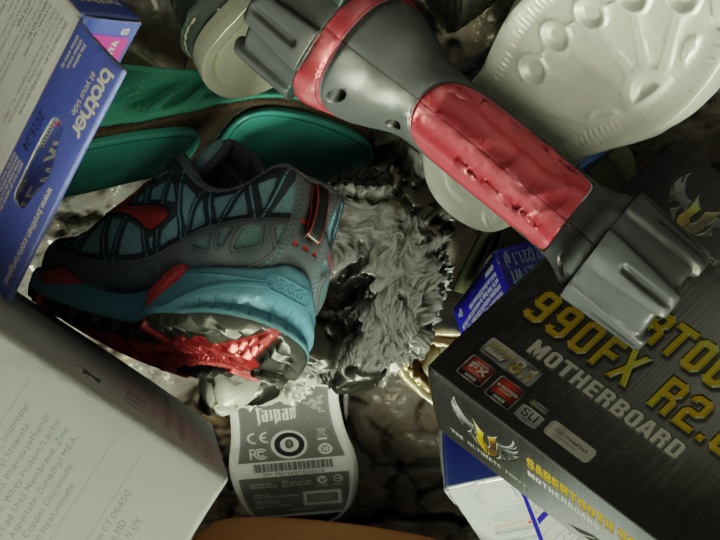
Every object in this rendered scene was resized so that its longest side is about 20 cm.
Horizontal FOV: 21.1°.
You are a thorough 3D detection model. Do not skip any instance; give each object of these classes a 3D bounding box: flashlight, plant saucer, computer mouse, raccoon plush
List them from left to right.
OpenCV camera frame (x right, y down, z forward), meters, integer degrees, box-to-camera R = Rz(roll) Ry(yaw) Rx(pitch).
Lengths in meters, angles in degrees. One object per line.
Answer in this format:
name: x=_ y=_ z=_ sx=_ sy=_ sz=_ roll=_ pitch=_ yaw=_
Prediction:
computer mouse: x=-0.044 y=0.053 z=1.024 sx=0.108 sy=0.044 sz=0.202 roll=-4 pitch=125 yaw=1
plant saucer: x=-0.010 y=0.169 z=1.072 sx=0.198 sy=0.038 sz=0.200 roll=6 pitch=164 yaw=2
raccoon plush: x=0.000 y=0.000 z=0.932 sx=0.097 sy=0.199 sz=0.134 roll=60 pitch=159 yaw=-2
flashlight: x=0.045 y=-0.050 z=0.752 sx=0.200 sy=0.068 sz=0.068 roll=40 pitch=146 yaw=8

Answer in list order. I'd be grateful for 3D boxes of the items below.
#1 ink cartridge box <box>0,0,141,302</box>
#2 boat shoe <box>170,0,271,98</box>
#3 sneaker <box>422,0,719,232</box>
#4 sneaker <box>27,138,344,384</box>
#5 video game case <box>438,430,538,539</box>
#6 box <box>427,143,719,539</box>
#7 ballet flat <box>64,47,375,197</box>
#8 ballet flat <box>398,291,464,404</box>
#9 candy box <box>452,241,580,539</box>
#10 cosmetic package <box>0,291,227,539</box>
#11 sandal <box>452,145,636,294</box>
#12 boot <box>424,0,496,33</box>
ink cartridge box: x=-0.164 y=-0.096 z=0.799 sx=0.042 sy=0.200 sz=0.120 roll=-1 pitch=131 yaw=-49
boat shoe: x=-0.002 y=-0.160 z=0.814 sx=0.200 sy=0.062 sz=0.073 roll=-41 pitch=146 yaw=10
sneaker: x=0.117 y=-0.105 z=0.813 sx=0.081 sy=0.146 sz=0.200 roll=47 pitch=141 yaw=0
sneaker: x=-0.069 y=-0.007 z=0.834 sx=0.079 sy=0.096 sz=0.199 roll=32 pitch=163 yaw=-34
video game case: x=0.162 y=0.119 z=1.037 sx=0.198 sy=0.046 sz=0.182 roll=-13 pitch=144 yaw=14
box: x=0.151 y=0.056 z=0.775 sx=0.158 sy=0.200 sz=0.049 roll=-40 pitch=147 yaw=-21
ballet flat: x=-0.079 y=-0.076 z=0.883 sx=0.198 sy=0.071 sz=0.067 roll=-5 pitch=150 yaw=-39
ballet flat: x=0.095 y=0.088 z=0.930 sx=0.199 sy=0.062 sz=0.068 roll=36 pitch=113 yaw=4
candy box: x=0.157 y=0.073 z=0.875 sx=0.167 sy=0.202 sz=0.077 roll=-15 pitch=161 yaw=-19
cosmetic package: x=-0.170 y=0.069 z=0.812 sx=0.199 sy=0.199 sz=0.124 roll=33 pitch=88 yaw=-6
sandal: x=0.086 y=0.013 z=0.968 sx=0.079 sy=0.058 sz=0.202 roll=7 pitch=132 yaw=-3
boot: x=0.086 y=-0.168 z=0.735 sx=0.130 sy=0.200 sz=0.068 roll=-32 pitch=86 yaw=-12
